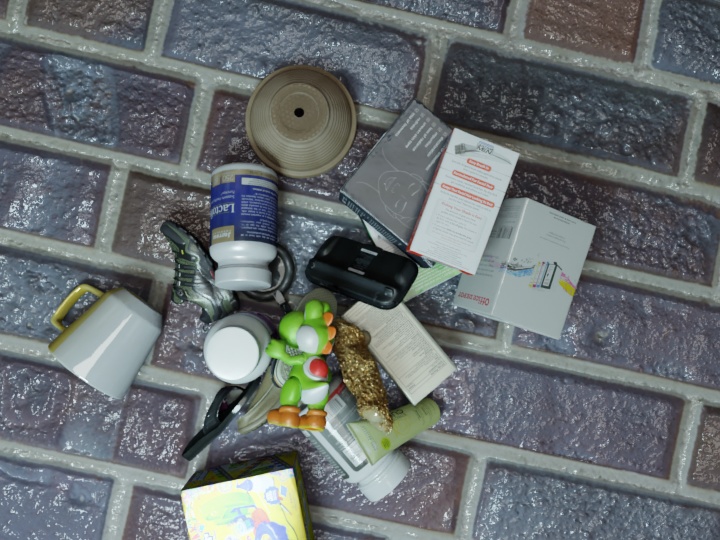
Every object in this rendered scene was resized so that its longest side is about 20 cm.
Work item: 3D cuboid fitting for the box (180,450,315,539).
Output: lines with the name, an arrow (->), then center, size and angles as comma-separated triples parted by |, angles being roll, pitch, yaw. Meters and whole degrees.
box -> -0.185, 0.439, 1.215 | 0.192, 0.122, 0.201 | -12, 90, -1

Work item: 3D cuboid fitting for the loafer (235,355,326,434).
loafer -> -0.148, 0.204, 1.244 | 0.200, 0.076, 0.067 | -43, 83, -14

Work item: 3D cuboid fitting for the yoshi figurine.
yoshi figurine -> -0.094, 0.146, 1.114 | 0.111, 0.112, 0.201 | 7, 77, 6

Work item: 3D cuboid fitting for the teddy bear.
teddy bear -> 0.009, 0.167, 1.140 | 0.067, 0.200, 0.145 | -27, 133, 3

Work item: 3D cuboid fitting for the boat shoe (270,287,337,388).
boat shoe -> -0.099, 0.115, 1.204 | 0.074, 0.062, 0.201 | 32, 57, -15

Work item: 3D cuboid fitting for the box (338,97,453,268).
box -> 0.099, -0.141, 1.191 | 0.196, 0.124, 0.200 | 39, 88, -1

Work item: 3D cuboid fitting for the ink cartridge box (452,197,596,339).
ink cartridge box -> 0.274, -0.006, 1.205 | 0.144, 0.147, 0.201 | 19, 89, -19

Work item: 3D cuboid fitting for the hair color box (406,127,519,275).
hair color box -> 0.158, -0.105, 1.104 | 0.110, 0.064, 0.201 | 21, 90, -2

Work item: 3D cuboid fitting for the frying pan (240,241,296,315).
frying pan -> -0.167, 0.037, 1.265 | 0.114, 0.031, 0.191 | -8, 87, -1

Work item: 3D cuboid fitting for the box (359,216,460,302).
box -> 0.094, -0.063, 1.269 | 0.144, 0.036, 0.201 | -26, 90, -2

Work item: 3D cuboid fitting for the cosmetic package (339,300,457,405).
cosmetic package -> 0.064, 0.123, 1.241 | 0.103, 0.087, 0.200 | -38, 90, -3

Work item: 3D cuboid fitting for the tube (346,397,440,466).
tube -> 0.061, 0.265, 1.194 | 0.058, 0.200, 0.052 | 15, 106, 39

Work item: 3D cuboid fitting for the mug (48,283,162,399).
mug -> -0.432, 0.101, 1.201 | 0.186, 0.149, 0.153 | 38, 81, -8

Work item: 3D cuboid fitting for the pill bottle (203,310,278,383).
pill bottle -> -0.198, 0.127, 1.175 | 0.112, 0.200, 0.113 | 0, 90, -1

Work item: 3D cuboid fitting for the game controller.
game controller -> 0.000, 0.000, 1.210 | 0.199, 0.042, 0.104 | 20, 55, 32

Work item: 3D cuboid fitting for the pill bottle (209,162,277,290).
pill bottle -> -0.197, -0.071, 1.201 | 0.115, 0.116, 0.201 | -1, 78, -2

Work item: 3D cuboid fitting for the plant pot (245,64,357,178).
plant pot -> -0.104, -0.267, 1.234 | 0.200, 0.093, 0.202 | 0, 89, -2

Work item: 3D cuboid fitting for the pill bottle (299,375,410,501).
pill bottle -> -0.014, 0.291, 1.225 | 0.114, 0.114, 0.200 | -41, 91, -2

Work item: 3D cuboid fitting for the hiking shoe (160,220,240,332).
hiking shoe -> -0.300, 0.008, 1.234 | 0.101, 0.076, 0.200 | -36, 92, -5

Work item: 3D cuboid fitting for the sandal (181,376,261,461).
sandal -> -0.248, 0.248, 1.219 | 0.048, 0.075, 0.200 | 42, 101, -10
